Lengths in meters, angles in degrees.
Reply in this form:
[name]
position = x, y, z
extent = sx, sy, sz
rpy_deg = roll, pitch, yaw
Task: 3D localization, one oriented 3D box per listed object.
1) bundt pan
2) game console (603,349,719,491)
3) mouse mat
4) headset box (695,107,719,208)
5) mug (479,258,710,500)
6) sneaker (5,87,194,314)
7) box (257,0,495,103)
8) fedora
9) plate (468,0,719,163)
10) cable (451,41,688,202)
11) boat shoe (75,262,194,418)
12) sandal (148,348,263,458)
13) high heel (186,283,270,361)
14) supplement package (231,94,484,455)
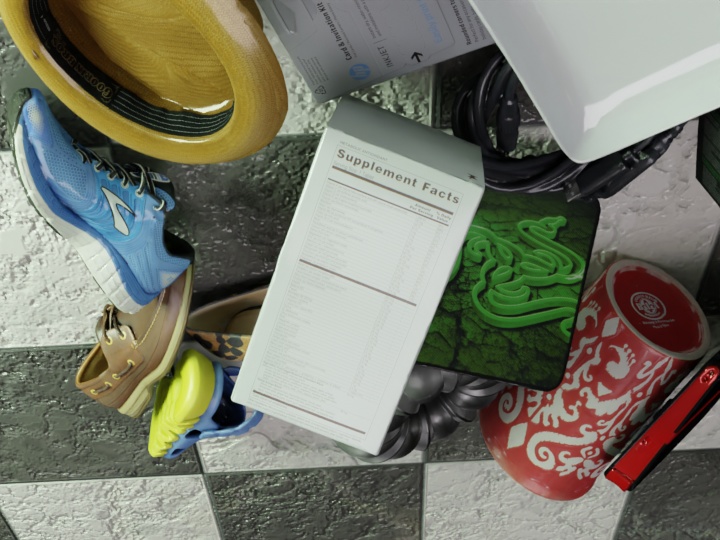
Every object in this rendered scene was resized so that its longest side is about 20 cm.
[bundt pan]
position = 0.052, 0.095, 0.931
extent = 0.199, 0.076, 0.203
rpy_deg = -25, 153, -14
[game console]
position = 0.302, 0.102, 0.955
extent = 0.199, 0.031, 0.178
rpy_deg = -28, 151, -45
[mouse mat]
position = 0.086, 0.000, 0.844
extent = 0.196, 0.164, 0.008
rpy_deg = 12, -177, -15
[headset box]
position = 0.349, -0.073, 0.699
extent = 0.197, 0.176, 0.093
rpy_deg = -22, 140, -3
[mug]
position = 0.219, 0.085, 0.984
extent = 0.133, 0.177, 0.201
rpy_deg = 38, 131, 8
[sneaker]
position = -0.189, -0.061, 0.805
extent = 0.088, 0.079, 0.201
rpy_deg = -30, 133, 1
[box]
position = 0.032, -0.197, 0.666
extent = 0.197, 0.042, 0.156
rpy_deg = -17, 139, 16
[fedora]
position = -0.124, -0.155, 0.657
extent = 0.197, 0.083, 0.202
rpy_deg = 18, 146, 13
[plate]
position = 0.170, -0.172, 0.629
extent = 0.198, 0.033, 0.200
rpy_deg = -22, 129, 27
[cable]
position = 0.158, -0.122, 0.756
extent = 0.161, 0.052, 0.200
rpy_deg = 19, 142, -25
[boat shoe]
position = -0.196, 0.058, 0.937
extent = 0.067, 0.073, 0.201
rpy_deg = 17, 135, -20
[sandal]
position = -0.145, 0.132, 1.000
extent = 0.086, 0.081, 0.200
rpy_deg = 11, 161, -20
[high heel]
position = -0.063, 0.023, 0.902
extent = 0.140, 0.073, 0.201
rpy_deg = 9, 146, -20
[supplement package]
position = 0.000, 0.000, 0.744
extent = 0.112, 0.110, 0.203
rpy_deg = 21, 110, -3
